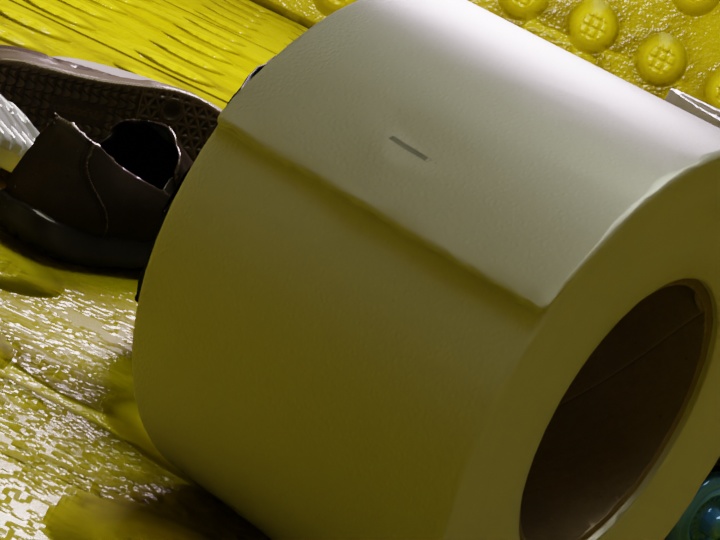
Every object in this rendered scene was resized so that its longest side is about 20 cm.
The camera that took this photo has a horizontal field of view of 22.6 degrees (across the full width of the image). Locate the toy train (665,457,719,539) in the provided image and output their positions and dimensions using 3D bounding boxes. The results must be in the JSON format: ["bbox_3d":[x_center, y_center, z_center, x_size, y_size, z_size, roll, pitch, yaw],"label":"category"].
[{"bbox_3d":[0.162,0.075,0.888,0.199,0.115,0.087,14,16,-46],"label":"toy train"}]

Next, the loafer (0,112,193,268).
[{"bbox_3d":[-0.104,-0.039,0.934,0.073,0.072,0.200,30,11,24],"label":"loafer"}]

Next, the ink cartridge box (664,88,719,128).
[{"bbox_3d":[0.200,0.022,1.003,0.146,0.201,0.086,22,11,-18],"label":"ink cartridge box"}]

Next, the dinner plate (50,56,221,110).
[{"bbox_3d":[-0.161,-0.120,1.276,0.199,0.024,0.200,18,11,-4],"label":"dinner plate"}]

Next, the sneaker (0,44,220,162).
[{"bbox_3d":[-0.157,-0.096,1.101,0.199,0.071,0.076,20,10,-30],"label":"sneaker"}]

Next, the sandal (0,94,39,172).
[{"bbox_3d":[-0.220,-0.076,0.924,0.083,0.050,0.203,48,7,27],"label":"sandal"}]

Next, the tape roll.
[{"bbox_3d":[0.039,0.020,0.628,0.139,0.204,0.202,32,12,31],"label":"tape roll"}]

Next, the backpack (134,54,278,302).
[{"bbox_3d":[-0.008,-0.019,0.833,0.126,0.168,0.200,33,27,16],"label":"backpack"}]
